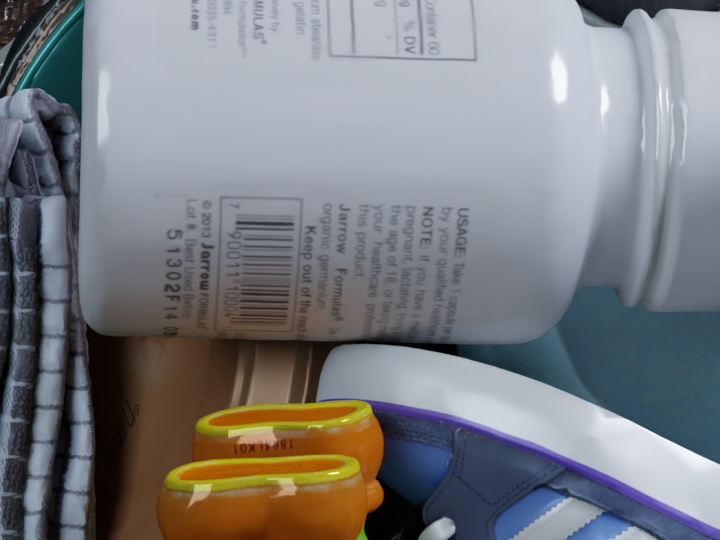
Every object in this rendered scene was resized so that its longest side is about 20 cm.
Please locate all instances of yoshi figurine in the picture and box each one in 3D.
[{"bbox_3d":[-0.028,0.144,0.800,0.112,0.112,0.201,9,111,56],"label":"yoshi figurine"}]

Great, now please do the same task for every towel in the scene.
[{"bbox_3d":[-0.164,0.043,0.966,0.165,0.085,0.201,-7,83,50],"label":"towel"}]

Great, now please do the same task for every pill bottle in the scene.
[{"bbox_3d":[0.017,-0.035,0.839,0.199,0.114,0.115,2,67,-4],"label":"pill bottle"}]

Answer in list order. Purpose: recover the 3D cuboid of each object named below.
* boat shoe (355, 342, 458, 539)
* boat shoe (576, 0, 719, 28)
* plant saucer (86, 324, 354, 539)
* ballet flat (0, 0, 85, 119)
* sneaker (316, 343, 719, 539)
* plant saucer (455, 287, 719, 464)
[{"bbox_3d":[0.002,0.000,0.962,0.073,0.063,0.202,-8,65,34],"label":"boat shoe"},{"bbox_3d":[0.075,-0.142,0.937,0.074,0.060,0.200,-36,38,8],"label":"boat shoe"},{"bbox_3d":[-0.067,0.037,0.959,0.200,0.032,0.201,-31,53,52],"label":"plant saucer"},{"bbox_3d":[-0.127,-0.042,1.064,0.068,0.068,0.201,23,84,50],"label":"ballet flat"},{"bbox_3d":[0.056,0.119,0.814,0.199,0.081,0.147,23,79,9],"label":"sneaker"},{"bbox_3d":[0.120,-0.016,0.904,0.199,0.036,0.201,-13,64,29],"label":"plant saucer"}]
